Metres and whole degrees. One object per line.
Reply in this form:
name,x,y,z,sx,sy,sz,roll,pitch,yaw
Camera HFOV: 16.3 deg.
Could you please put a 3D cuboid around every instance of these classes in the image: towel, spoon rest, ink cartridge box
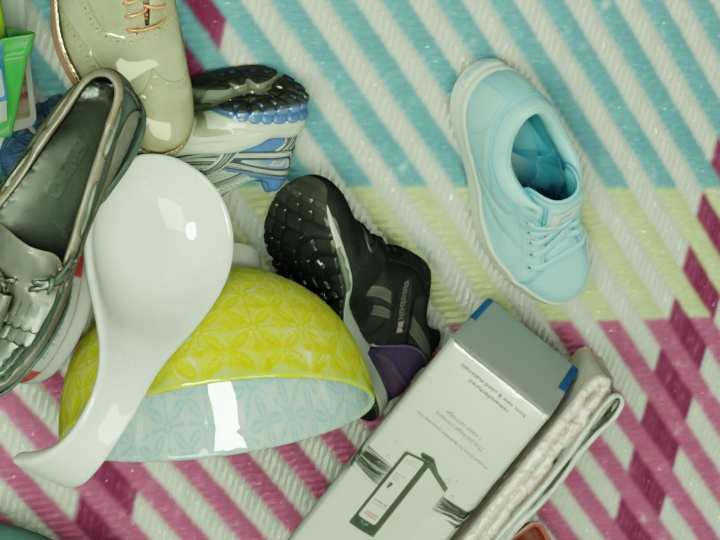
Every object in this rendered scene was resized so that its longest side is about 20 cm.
towel,0.107,0.143,1.728,0.032,0.191,0.200,39,93,-2
spoon rest,-0.134,0.029,1.449,0.099,0.061,0.200,28,76,-30
ink cartridge box,0.043,0.129,1.666,0.084,0.146,0.200,39,106,3

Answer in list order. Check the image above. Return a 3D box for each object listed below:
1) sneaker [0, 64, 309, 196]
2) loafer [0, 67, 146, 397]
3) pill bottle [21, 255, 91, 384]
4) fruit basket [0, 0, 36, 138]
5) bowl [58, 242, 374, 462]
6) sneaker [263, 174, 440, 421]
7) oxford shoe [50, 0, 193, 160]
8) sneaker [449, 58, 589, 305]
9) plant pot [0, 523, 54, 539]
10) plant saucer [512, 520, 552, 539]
sneaker,-0.123,-0.063,1.540,0.200,0.077,0.085,-10,123,-25
loafer,-0.182,-0.025,1.396,0.072,0.063,0.200,24,78,4
pill bottle,-0.265,-0.005,1.461,0.200,0.114,0.114,14,107,-35
fruit basket,-0.252,-0.161,1.386,0.185,0.094,0.200,-16,116,-44
bowl,-0.095,0.044,1.577,0.200,0.200,0.108,2,71,-31
sneaker,0.000,0.000,1.655,0.088,0.076,0.200,-40,139,-24
oxford shoe,-0.138,-0.157,1.441,0.071,0.074,0.200,-28,105,-26
sneaker,0.117,-0.044,1.684,0.074,0.082,0.200,-34,127,-9
plant pot,-0.229,0.251,1.574,0.201,0.201,0.161,-48,118,0
plant saucer,0.082,0.298,1.875,0.200,0.037,0.200,-37,127,-9
